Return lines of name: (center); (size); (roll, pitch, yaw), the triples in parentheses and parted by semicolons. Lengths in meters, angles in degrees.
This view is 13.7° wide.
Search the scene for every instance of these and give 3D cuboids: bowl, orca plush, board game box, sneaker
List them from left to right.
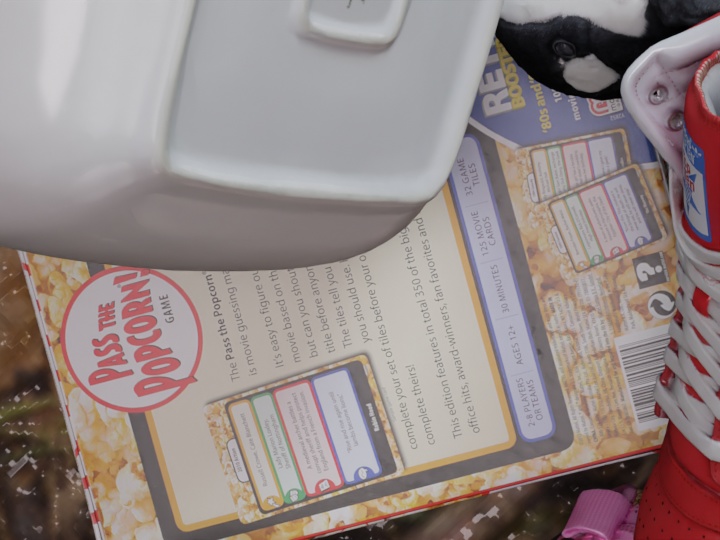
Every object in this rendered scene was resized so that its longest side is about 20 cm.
bowl: (-0.025, -0.089, 0.785); (0.074, 0.199, 0.201); (23, 101, 35)
board game box: (0.000, 0.000, 0.917); (0.199, 0.046, 0.152); (-14, 93, 8)
sneaker: (0.103, 0.009, 0.804); (0.112, 0.071, 0.201); (14, 112, -38)
orca plush: (0.139, -0.082, 0.841); (0.199, 0.105, 0.071); (-25, 114, 4)

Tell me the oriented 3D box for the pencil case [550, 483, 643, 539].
pencil case: (0.116, 0.158, 0.902); (0.087, 0.083, 0.200); (-44, 88, 2)
